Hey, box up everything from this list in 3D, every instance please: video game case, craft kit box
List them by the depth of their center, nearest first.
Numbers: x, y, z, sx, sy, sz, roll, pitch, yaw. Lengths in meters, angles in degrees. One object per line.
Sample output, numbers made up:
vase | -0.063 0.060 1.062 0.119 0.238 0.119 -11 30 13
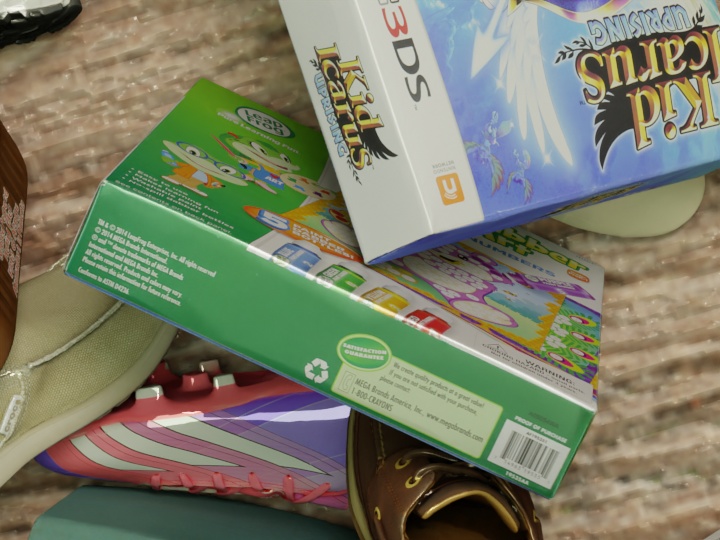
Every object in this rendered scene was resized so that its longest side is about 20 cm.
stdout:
video game case | 0.057 -0.111 0.920 0.199 0.045 0.182 -15 86 -41
craft kit box | 0.000 0.000 0.930 0.199 0.198 0.049 25 104 -1

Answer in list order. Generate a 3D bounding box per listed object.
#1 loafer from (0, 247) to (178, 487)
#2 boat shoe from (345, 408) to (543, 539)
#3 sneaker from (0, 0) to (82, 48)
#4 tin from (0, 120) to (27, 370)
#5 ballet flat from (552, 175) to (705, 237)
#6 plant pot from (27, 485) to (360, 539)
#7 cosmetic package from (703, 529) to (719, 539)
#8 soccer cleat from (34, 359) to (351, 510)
loafer | -0.150 0.040 0.965 0.200 0.075 0.068 -45 125 -26
boat shoe | 0.039 0.099 0.897 0.072 0.201 0.068 0 136 -12
sneaker | -0.221 -0.128 0.996 0.199 0.074 0.080 -8 86 -3
tin | -0.192 0.000 0.948 0.111 0.201 0.042 -16 129 10
ballet flat | 0.058 -0.073 0.988 0.199 0.069 0.070 30 96 -1
plant pot | -0.051 0.172 0.983 0.199 0.141 0.142 22 96 5
cosmetic package | 0.251 0.142 1.008 0.199 0.052 0.151 -33 91 4
soccer cleat | -0.043 0.074 1.008 0.199 0.067 0.077 -11 99 0
